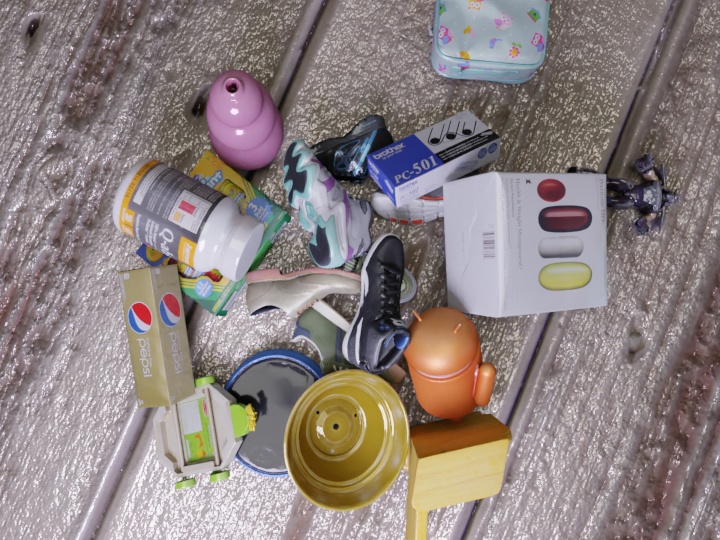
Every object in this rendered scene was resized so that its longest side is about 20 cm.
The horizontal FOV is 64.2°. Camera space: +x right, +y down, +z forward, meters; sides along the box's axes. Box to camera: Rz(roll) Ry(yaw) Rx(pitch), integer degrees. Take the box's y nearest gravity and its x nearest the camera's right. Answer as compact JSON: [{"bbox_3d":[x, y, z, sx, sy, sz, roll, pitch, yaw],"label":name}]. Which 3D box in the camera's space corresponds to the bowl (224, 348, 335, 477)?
[{"bbox_3d":[-0.135,0.232,0.933,0.193,0.039,0.208,0,86,0],"label":"bowl"}]

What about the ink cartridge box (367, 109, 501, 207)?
[{"bbox_3d":[0.116,-0.181,0.914,0.196,0.045,0.095,-27,51,-14],"label":"ink cartridge box"}]

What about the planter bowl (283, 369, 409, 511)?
[{"bbox_3d":[-0.029,0.248,0.877,0.194,0.083,0.208,0,90,-19],"label":"planter bowl"}]

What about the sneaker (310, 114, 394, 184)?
[{"bbox_3d":[-0.032,-0.176,0.941,0.196,0.073,0.083,-31,86,-1],"label":"sneaker"}]

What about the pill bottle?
[{"bbox_3d":[-0.248,-0.071,0.841,0.196,0.116,0.119,26,87,2],"label":"pill bottle"}]

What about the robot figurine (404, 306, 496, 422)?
[{"bbox_3d":[0.130,0.140,0.863,0.113,0.145,0.204,-19,129,-2],"label":"robot figurine"}]

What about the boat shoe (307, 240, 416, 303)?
[{"bbox_3d":[0.000,0.000,0.936,0.195,0.062,0.074,22,87,2],"label":"boat shoe"}]

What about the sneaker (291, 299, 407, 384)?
[{"bbox_3d":[-0.026,0.136,0.926,0.199,0.067,0.091,39,85,9],"label":"sneaker"}]

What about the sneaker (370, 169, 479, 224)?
[{"bbox_3d":[0.112,-0.132,0.950,0.193,0.078,0.084,-2,66,-5],"label":"sneaker"}]

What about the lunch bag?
[{"bbox_3d":[0.209,-0.397,0.953,0.193,0.077,0.166,5,88,1],"label":"lunch bag"}]

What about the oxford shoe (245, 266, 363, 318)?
[{"bbox_3d":[-0.086,0.038,0.898,0.193,0.071,0.076,-4,73,13],"label":"oxford shoe"}]

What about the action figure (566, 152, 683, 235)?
[{"bbox_3d":[0.437,-0.124,0.941,0.193,0.069,0.135,4,77,-4],"label":"action figure"}]

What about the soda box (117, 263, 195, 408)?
[{"bbox_3d":[-0.306,0.098,0.866,0.062,0.067,0.207,-8,92,20],"label":"soda box"}]

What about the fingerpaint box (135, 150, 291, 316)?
[{"bbox_3d":[-0.235,-0.058,0.934,0.165,0.073,0.202,36,87,3],"label":"fingerpaint box"}]

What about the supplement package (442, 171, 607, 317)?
[{"bbox_3d":[0.243,-0.041,0.856,0.194,0.146,0.198,-4,93,-22],"label":"supplement package"}]

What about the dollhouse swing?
[{"bbox_3d":[0.139,0.330,0.845,0.176,0.200,0.182,-12,85,-1],"label":"dollhouse swing"}]

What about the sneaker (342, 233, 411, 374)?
[{"bbox_3d":[0.045,0.052,0.836,0.071,0.111,0.206,16,90,-31],"label":"sneaker"}]

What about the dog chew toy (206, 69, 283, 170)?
[{"bbox_3d":[-0.181,-0.234,0.879,0.120,0.200,0.129,1,81,-3],"label":"dog chew toy"}]

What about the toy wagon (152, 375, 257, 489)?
[{"bbox_3d":[-0.239,0.248,0.900,0.194,0.039,0.160,-16,79,19],"label":"toy wagon"}]

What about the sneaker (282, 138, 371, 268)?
[{"bbox_3d":[-0.037,-0.110,0.902,0.137,0.077,0.206,-14,84,-42],"label":"sneaker"}]
